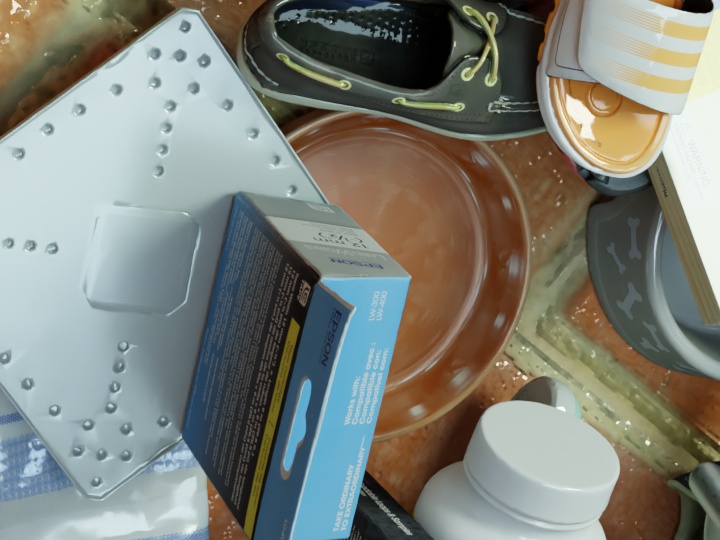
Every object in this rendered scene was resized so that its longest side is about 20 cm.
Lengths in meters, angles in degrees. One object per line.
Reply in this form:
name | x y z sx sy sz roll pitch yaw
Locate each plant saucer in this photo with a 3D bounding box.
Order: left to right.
plant saucer | 0.000 0.000 1.655 0.200 0.032 0.201 -7 110 -20

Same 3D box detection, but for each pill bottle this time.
pill bottle | 0.071 0.175 1.636 0.111 0.111 0.200 6 121 -24

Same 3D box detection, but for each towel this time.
towel | -0.154 0.080 1.623 0.147 0.024 0.200 -9 111 -20

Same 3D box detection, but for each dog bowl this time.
dog bowl | 0.234 -0.023 1.730 0.200 0.059 0.200 -8 111 -21

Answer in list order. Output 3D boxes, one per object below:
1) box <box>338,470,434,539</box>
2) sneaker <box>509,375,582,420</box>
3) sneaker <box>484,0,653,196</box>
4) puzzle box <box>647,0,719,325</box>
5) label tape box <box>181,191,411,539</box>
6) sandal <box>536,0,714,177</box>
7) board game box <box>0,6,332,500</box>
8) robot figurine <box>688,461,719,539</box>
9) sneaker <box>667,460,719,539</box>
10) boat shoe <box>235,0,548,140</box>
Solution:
box | -0.006 0.194 1.624 0.036 0.200 0.143 7 106 -25
sneaker | 0.129 0.153 1.736 0.118 0.074 0.201 4 116 -17
sneaker | 0.108 -0.135 1.634 0.071 0.098 0.201 -28 93 2
puzzle box | 0.211 -0.086 1.595 0.133 0.025 0.200 -22 95 -22
label tape box | -0.026 0.057 1.502 0.066 0.200 0.144 8 104 -21
sandal | 0.145 -0.148 1.511 0.079 0.059 0.207 8 99 -17
board game box | -0.120 -0.009 1.574 0.200 0.026 0.200 -36 115 -4
robot figurine | 0.280 0.164 1.722 0.170 0.113 0.200 -44 121 12
sneaker | 0.211 0.209 1.796 0.090 0.067 0.201 3 100 -26
boat shoe | 0.038 -0.111 1.542 0.201 0.061 0.072 4 80 -12
